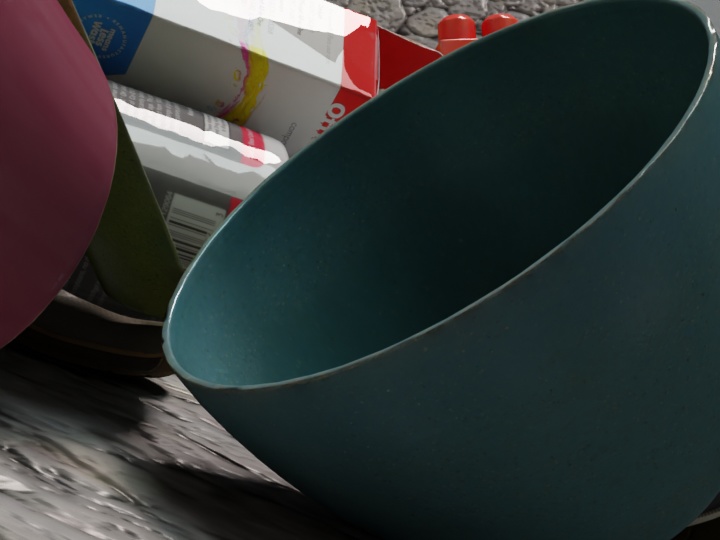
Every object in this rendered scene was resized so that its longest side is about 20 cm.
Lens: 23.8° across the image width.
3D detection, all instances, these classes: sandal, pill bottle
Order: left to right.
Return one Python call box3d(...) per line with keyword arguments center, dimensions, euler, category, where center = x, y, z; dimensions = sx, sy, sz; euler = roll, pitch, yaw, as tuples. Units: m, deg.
box3d(center=(-0.161, -0.009, 0.685), dimensions=(0.199, 0.055, 0.082), euler=(19, 4, -2), category="sandal")
box3d(center=(-0.143, -0.040, 0.805), dimensions=(0.199, 0.111, 0.111), euler=(19, 4, -16), category="pill bottle")

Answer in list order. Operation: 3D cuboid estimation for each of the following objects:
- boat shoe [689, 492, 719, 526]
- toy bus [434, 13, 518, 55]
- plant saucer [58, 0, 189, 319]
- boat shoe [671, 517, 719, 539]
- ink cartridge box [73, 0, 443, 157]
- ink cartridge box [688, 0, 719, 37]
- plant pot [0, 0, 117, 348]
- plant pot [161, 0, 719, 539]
box3d(center=(0.063, 0.055, 0.685), dimensions=(0.199, 0.073, 0.063), euler=(12, -20, 14), category="boat shoe")
box3d(center=(0.048, -0.054, 1.023), dimensions=(0.199, 0.193, 0.136), euler=(-6, -6, -8), category="toy bus")
box3d(center=(-0.113, -0.066, 0.645), dimensions=(0.031, 0.200, 0.200), euler=(-23, 12, -8), category="plant saucer")
box3d(center=(0.104, 0.070, 0.761), dimensions=(0.199, 0.073, 0.065), euler=(20, 9, 8), category="boat shoe")
box3d(center=(-0.067, -0.089, 0.881), dimensions=(0.199, 0.116, 0.067), euler=(19, 43, -17), category="ink cartridge box")
box3d(center=(0.196, -0.050, 0.941), dimensions=(0.084, 0.146, 0.200), euler=(-12, -21, -6), category="ink cartridge box")
box3d(center=(-0.168, -0.057, 0.467), dimensions=(0.200, 0.200, 0.179), euler=(22, -12, 36), category="plant pot")
box3d(center=(0.055, 0.021, 0.564), dimensions=(0.135, 0.200, 0.200), euler=(56, -11, -22), category="plant pot")
